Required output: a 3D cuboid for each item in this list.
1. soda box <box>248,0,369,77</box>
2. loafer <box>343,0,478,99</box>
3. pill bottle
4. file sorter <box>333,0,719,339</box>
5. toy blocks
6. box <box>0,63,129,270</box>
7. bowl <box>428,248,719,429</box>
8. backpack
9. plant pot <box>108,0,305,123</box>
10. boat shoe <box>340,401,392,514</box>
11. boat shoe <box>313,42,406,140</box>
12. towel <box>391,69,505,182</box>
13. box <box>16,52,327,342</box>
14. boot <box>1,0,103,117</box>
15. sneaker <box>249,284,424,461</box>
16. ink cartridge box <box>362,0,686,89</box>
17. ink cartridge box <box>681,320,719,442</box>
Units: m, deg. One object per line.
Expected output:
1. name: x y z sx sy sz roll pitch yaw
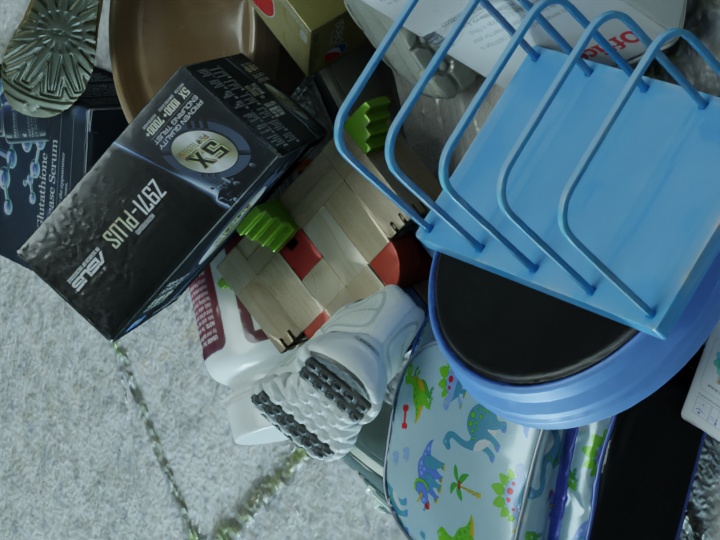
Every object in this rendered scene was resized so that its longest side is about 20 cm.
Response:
1. soda box: -0.066 -0.233 1.602 0.200 0.064 0.068 52 164 17
2. loafer: 0.007 -0.195 1.501 0.070 0.070 0.200 19 142 60
3. pill bottle: -0.065 0.017 1.697 0.114 0.114 0.200 -26 73 51
4. file sorter: 0.104 -0.075 1.308 0.200 0.123 0.139 22 76 47
5. toy blocks: 0.000 0.000 1.555 0.137 0.100 0.200 52 124 13
6. box: -0.229 -0.080 1.907 0.200 0.107 0.149 21 111 50
7. bowl: 0.125 -0.007 1.361 0.200 0.039 0.201 -22 48 27
8. backpack: 0.100 0.105 1.466 0.200 0.147 0.183 28 111 54
9. plant pot: -0.097 -0.179 1.732 0.201 0.093 0.201 7 99 53
10. boat shoe: 0.027 0.150 1.594 0.200 0.073 0.062 38 120 19
11. boat shoe: -0.008 -0.112 1.644 0.063 0.073 0.200 -34 72 45
12. towel: 0.074 -0.130 1.564 0.132 0.034 0.201 -20 79 52
13. box: -0.118 -0.053 1.548 0.086 0.200 0.164 43 100 1
14. boot: -0.215 -0.235 1.834 0.200 0.066 0.175 -83 17 -56
15. sneaker: -0.012 0.065 1.506 0.075 0.081 0.200 40 156 -5
16. ink cartridge box: 0.080 -0.195 1.409 0.145 0.200 0.084 -20 48 52
17. ink cartridge box: 0.260 0.026 1.317 0.119 0.042 0.200 36 127 34
